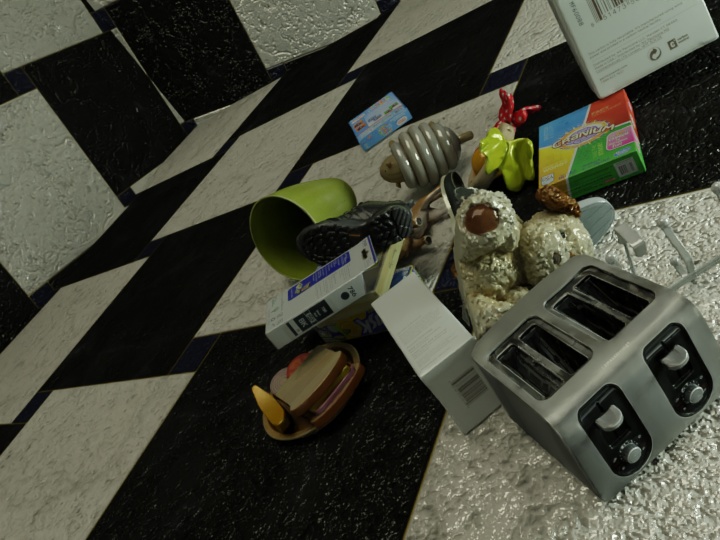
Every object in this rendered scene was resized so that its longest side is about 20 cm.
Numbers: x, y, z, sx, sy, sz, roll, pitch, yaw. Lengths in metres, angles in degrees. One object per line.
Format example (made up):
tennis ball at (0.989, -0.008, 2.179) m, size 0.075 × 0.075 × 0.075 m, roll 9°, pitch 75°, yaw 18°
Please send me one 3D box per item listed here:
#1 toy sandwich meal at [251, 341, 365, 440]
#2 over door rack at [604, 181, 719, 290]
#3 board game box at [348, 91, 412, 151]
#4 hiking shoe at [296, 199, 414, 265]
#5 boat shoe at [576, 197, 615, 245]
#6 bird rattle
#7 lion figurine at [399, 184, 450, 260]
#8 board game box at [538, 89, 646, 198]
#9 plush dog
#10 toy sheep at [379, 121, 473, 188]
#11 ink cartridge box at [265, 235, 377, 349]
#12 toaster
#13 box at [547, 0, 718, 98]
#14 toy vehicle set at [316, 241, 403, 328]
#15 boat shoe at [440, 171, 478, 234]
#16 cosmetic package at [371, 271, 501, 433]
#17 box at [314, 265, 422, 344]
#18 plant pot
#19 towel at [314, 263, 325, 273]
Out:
toy sandwich meal at (-0.084, 0.171, 0.980) m, size 0.204 × 0.070 × 0.206 m, roll -29°, pitch 29°, yaw 17°
over door rack at (0.332, -0.043, 0.669) m, size 0.147 × 0.200 × 0.067 m, roll -35°, pitch 58°, yaw 7°
board game box at (0.049, -0.404, 1.733) m, size 0.151 × 0.037 × 0.200 m, roll -34°, pitch 28°, yaw 8°
hiking shoe at (-0.005, -0.065, 1.046) m, size 0.198 × 0.076 × 0.101 m, roll -11°, pitch 19°, yaw 16°
boat shoe at (0.250, -0.041, 0.893) m, size 0.199 × 0.074 × 0.067 m, roll -35°, pitch 28°, yaw 8°
bird rattle at (0.234, -0.217, 1.135) m, size 0.201 × 0.112 × 0.163 m, roll -81°, pitch 18°, yaw -44°
lion figurine at (0.098, -0.082, 1.165) m, size 0.200 × 0.073 × 0.122 m, roll -40°, pitch 10°, yaw -35°
board game box at (0.363, -0.197, 1.031) m, size 0.152 × 0.040 × 0.201 m, roll -22°, pitch 32°, yaw 30°
plush dog at (0.207, -0.010, 0.806) m, size 0.170 × 0.202 × 0.160 m, roll -12°, pitch 5°, yaw 0°
toy sheep at (0.129, -0.232, 1.278) m, size 0.199 × 0.139 × 0.138 m, roll -28°, pitch 28°, yaw 6°
ink cartridge box at (-0.054, 0.032, 0.970) m, size 0.199 × 0.039 × 0.100 m, roll -33°, pitch 25°, yaw 10°
toaster at (0.234, 0.095, 0.659) m, size 0.180 × 0.119 × 0.200 m, roll -40°, pitch 27°, yaw -5°
box at (0.443, -0.430, 1.079) m, size 0.198 × 0.201 × 0.172 m, roll -26°, pitch 15°, yaw 22°
toy vehicle set at (0.000, 0.000, 1.034) m, size 0.123 × 0.027 × 0.201 m, roll -21°, pitch 29°, yaw 29°
boat shoe at (0.182, -0.105, 1.075) m, size 0.067 × 0.072 × 0.201 m, roll -34°, pitch 35°, yaw 20°
cosmetic package at (0.098, 0.097, 0.829) m, size 0.081 × 0.113 × 0.200 m, roll -37°, pitch 26°, yaw -1°
box at (0.012, 0.058, 1.035) m, size 0.199 × 0.070 × 0.065 m, roll -17°, pitch 33°, yaw 35°
plant pot at (-0.095, -0.109, 1.335) m, size 0.186 × 0.189 × 0.200 m, roll -12°, pitch 22°, yaw 40°
towel at (-0.074, 0.016, 1.144) m, size 0.148 × 0.024 × 0.200 m, roll -62°, pitch 2°, yaw 26°
